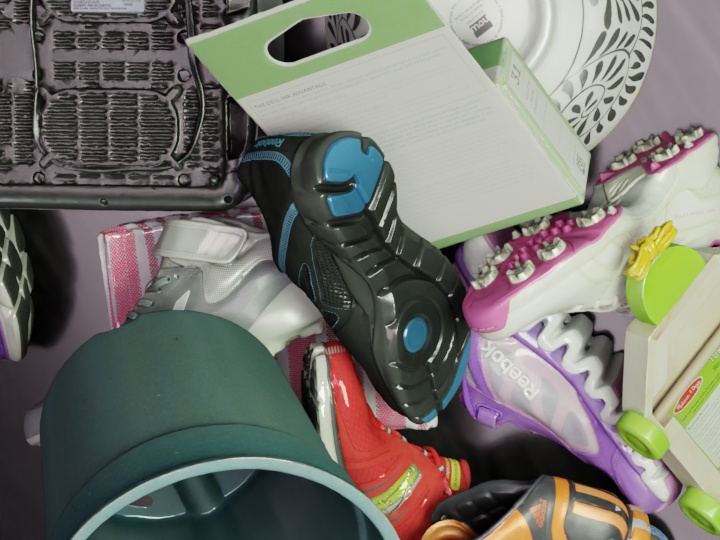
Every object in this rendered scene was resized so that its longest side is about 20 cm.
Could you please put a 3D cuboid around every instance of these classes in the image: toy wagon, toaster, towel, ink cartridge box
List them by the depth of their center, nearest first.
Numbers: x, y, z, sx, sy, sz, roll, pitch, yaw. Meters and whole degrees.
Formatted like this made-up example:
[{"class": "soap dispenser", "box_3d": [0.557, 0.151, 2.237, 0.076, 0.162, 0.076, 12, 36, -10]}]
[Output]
[{"class": "ink cartridge box", "box_3d": [0.018, -0.094, 1.317, 0.145, 0.048, 0.200, -16, 131, 30]}, {"class": "toy wagon", "box_3d": [0.206, 0.046, 1.350, 0.155, 0.040, 0.200, -50, 119, -15]}, {"class": "toaster", "box_3d": [-0.132, -0.129, 1.394, 0.199, 0.119, 0.182, 1, 96, 9]}, {"class": "towel", "box_3d": [-0.056, 0.035, 1.444, 0.199, 0.030, 0.147, -6, 95, 8]}]

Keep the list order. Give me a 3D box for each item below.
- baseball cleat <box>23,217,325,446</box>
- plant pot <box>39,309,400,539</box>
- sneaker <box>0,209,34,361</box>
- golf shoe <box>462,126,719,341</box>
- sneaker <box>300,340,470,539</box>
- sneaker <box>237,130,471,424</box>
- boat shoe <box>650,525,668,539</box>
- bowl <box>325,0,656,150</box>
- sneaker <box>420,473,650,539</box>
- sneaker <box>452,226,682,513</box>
[{"class": "baseball cleat", "box_3d": [-0.120, 0.031, 1.412, 0.199, 0.070, 0.107, -24, 89, 0]}, {"class": "plant pot", "box_3d": [-0.092, 0.132, 1.304, 0.199, 0.196, 0.201, -7, 122, -12]}, {"class": "sneaker", "box_3d": [-0.259, -0.027, 1.419, 0.083, 0.081, 0.201, -22, 119, 13]}, {"class": "golf shoe", "box_3d": [0.144, -0.003, 1.353, 0.200, 0.075, 0.092, -34, 108, -28]}, {"class": "sneaker", "box_3d": [0.021, 0.121, 1.414, 0.084, 0.077, 0.201, -21, 114, 0]}, {"class": "sneaker", "box_3d": [0.000, 0.000, 1.341, 0.082, 0.073, 0.201, 10, 135, 43]}, {"class": "boat shoe", "box_3d": [0.146, 0.250, 1.412, 0.072, 0.072, 0.201, 13, 97, 6]}, {"class": "bowl", "box_3d": [0.071, -0.147, 1.376, 0.199, 0.094, 0.202, 1, 95, 7]}, {"class": "sneaker", "box_3d": [0.072, 0.193, 1.386, 0.112, 0.078, 0.201, 24, 113, -17]}, {"class": "sneaker", "box_3d": [0.108, 0.068, 1.404, 0.088, 0.080, 0.200, -41, 87, 18]}]
